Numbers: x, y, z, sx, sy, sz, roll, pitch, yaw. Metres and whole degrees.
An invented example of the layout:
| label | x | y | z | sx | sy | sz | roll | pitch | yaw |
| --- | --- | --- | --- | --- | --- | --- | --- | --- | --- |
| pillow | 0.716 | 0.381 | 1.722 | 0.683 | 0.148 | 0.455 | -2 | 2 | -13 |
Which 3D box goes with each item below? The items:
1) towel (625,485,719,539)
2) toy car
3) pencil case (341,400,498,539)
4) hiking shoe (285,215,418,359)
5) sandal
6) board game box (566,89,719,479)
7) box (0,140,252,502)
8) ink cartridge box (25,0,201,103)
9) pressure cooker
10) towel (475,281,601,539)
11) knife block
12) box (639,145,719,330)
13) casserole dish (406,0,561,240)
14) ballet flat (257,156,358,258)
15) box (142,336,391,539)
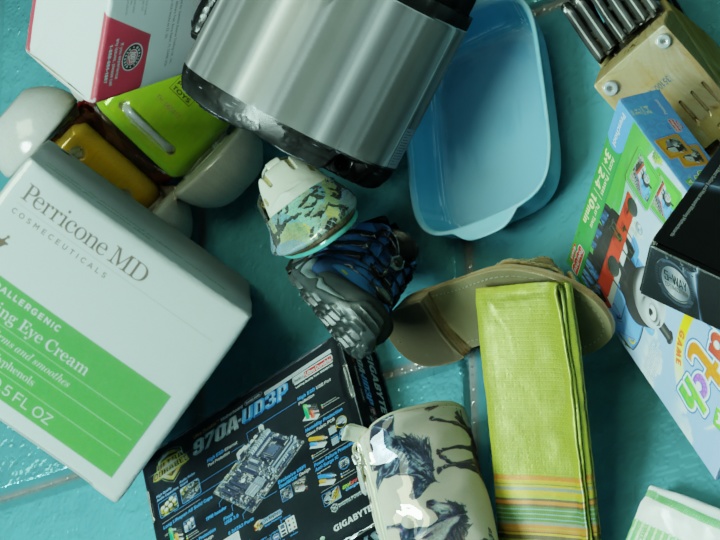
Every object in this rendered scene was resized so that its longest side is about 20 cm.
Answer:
| label | x | y | z | sx | sy | sz | roll | pitch | yaw |
| --- | --- | --- | --- | --- | --- | --- | --- | --- | --- |
| towel | 0.200 | 0.245 | 1.493 | 0.153 | 0.023 | 0.200 | 18 | 81 | 42 |
| toy car | -0.177 | -0.109 | 1.903 | 0.200 | 0.175 | 0.150 | -43 | 10 | 20 |
| pencil case | 0.048 | 0.189 | 1.590 | 0.089 | 0.078 | 0.200 | -8 | 65 | -9 |
| hiking shoe | 0.000 | 0.000 | 1.682 | 0.087 | 0.074 | 0.200 | -38 | 15 | 0 |
| sandal | 0.106 | 0.015 | 1.651 | 0.212 | 0.078 | 0.070 | -12 | 28 | 50 |
| board game box | 0.207 | 0.008 | 1.523 | 0.200 | 0.037 | 0.151 | 58 | 149 | 35 |
| box | -0.203 | 0.032 | 1.756 | 0.171 | 0.199 | 0.200 | -54 | 6 | 3 |
| ink cartridge box | -0.137 | -0.224 | 1.761 | 0.086 | 0.200 | 0.148 | 35 | 129 | 28 |
| pressure cooker | -0.013 | -0.179 | 1.713 | 0.200 | 0.179 | 0.176 | -62 | 31 | 8 |
| towel | 0.113 | 0.108 | 1.575 | 0.086 | 0.018 | 0.200 | -6 | 90 | 45 |
| knife block | 0.219 | -0.127 | 1.638 | 0.064 | 0.176 | 0.200 | -41 | 94 | 19 |
| box | 0.281 | -0.028 | 1.431 | 0.160 | 0.044 | 0.200 | 26 | 51 | 18 |
| casserole dish | 0.091 | -0.107 | 1.740 | 0.121 | 0.039 | 0.200 | -23 | 56 | 30 |
| ballet flat | -0.046 | -0.049 | 1.709 | 0.074 | 0.074 | 0.200 | -62 | 6 | -2 |
| box | -0.061 | 0.162 | 1.733 | 0.200 | 0.046 | 0.159 | -34 | 51 | 23 |
